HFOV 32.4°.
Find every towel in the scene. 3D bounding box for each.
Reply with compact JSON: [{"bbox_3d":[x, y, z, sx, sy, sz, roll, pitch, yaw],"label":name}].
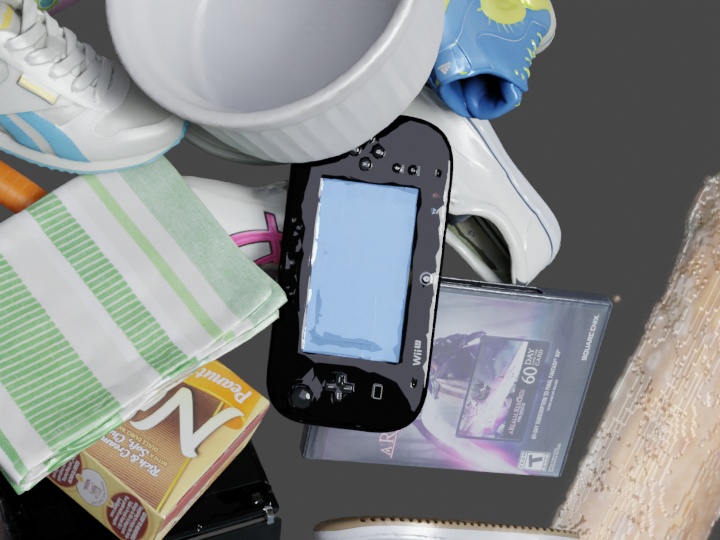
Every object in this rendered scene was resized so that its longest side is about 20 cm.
[{"bbox_3d":[-0.162,0.018,0.740,0.199,0.023,0.153,-35,75,-29],"label":"towel"}]

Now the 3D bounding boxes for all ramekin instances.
[{"bbox_3d":[-0.044,-0.164,0.748,0.198,0.098,0.203,-5,73,17],"label":"ramekin"}]

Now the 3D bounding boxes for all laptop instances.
[{"bbox_3d":[-0.152,0.174,0.809,0.176,0.103,0.201,-9,61,-35],"label":"laptop"}]

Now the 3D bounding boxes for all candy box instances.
[{"bbox_3d":[-0.169,0.067,0.770,0.199,0.055,0.115,39,45,6],"label":"candy box"}]

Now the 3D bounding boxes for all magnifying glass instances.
[{"bbox_3d":[-0.170,-0.014,0.792,0.199,0.022,0.080,36,38,0],"label":"magnifying glass"}]

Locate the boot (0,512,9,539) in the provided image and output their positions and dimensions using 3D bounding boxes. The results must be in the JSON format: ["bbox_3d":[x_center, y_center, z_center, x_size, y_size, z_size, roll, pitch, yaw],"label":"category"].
[{"bbox_3d":[-0.317,0.119,0.769,0.198,0.064,0.188,-16,88,-20],"label":"boot"}]

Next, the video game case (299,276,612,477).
[{"bbox_3d":[0.066,0.074,0.869,0.198,0.019,0.144,6,112,-16],"label":"video game case"}]

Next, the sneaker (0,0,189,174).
[{"bbox_3d":[-0.200,-0.120,0.761,0.198,0.081,0.077,12,46,-14],"label":"sneaker"}]

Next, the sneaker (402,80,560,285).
[{"bbox_3d":[0.066,-0.068,0.883,0.200,0.073,0.071,46,48,-8],"label":"sneaker"}]

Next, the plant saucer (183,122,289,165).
[{"bbox_3d":[-0.066,-0.175,0.847,0.198,0.050,0.203,0,84,4],"label":"plant saucer"}]

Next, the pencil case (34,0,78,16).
[{"bbox_3d":[-0.188,-0.223,0.812,0.199,0.087,0.088,-29,92,-5],"label":"pencil case"}]

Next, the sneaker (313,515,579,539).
[{"bbox_3d":[0.060,0.228,0.858,0.198,0.070,0.110,8,80,-18],"label":"sneaker"}]

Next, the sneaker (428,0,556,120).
[{"bbox_3d":[0.088,-0.148,0.865,0.199,0.075,0.106,-1,72,-54],"label":"sneaker"}]

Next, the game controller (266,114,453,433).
[{"bbox_3d":[0.000,0.000,0.788,0.103,0.042,0.203,7,91,7],"label":"game controller"}]

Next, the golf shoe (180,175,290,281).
[{"bbox_3d":[-0.039,-0.037,0.845,0.198,0.073,0.093,15,112,-18],"label":"golf shoe"}]
